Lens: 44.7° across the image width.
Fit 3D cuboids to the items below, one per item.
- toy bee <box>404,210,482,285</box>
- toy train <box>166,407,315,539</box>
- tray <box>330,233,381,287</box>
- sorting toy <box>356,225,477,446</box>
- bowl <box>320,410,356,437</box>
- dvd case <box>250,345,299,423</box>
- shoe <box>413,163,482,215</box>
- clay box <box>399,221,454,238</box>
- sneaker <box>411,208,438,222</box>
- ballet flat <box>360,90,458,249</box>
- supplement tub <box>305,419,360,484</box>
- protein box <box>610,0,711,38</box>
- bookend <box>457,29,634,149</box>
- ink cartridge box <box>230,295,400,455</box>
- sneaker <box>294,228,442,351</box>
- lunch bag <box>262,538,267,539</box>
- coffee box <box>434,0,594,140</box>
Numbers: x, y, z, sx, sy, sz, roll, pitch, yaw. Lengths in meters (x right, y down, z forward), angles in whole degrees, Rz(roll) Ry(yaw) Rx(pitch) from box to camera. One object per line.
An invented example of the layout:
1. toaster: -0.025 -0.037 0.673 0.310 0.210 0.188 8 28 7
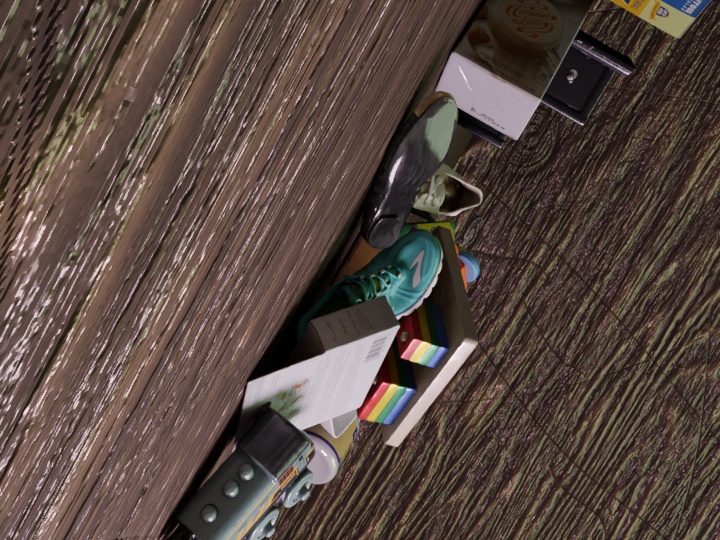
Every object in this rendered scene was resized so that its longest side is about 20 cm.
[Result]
1. toy bee: 0.111 -0.013 1.212 0.130 0.108 0.203 -23 134 -52
2. toy train: -0.122 0.231 0.891 0.200 0.085 0.115 -45 158 -22
3. tray: 0.000 0.000 1.174 0.100 0.037 0.200 -60 177 -6
4. sorting toy: 0.050 0.073 1.085 0.201 0.069 0.201 -58 -155 35
5. bowl: -0.013 0.129 1.336 0.200 0.074 0.201 -47 155 -31
6. dvd case: -0.096 0.140 1.100 0.201 0.016 0.149 -57 175 -40
7. shoe: 0.098 -0.107 1.102 0.199 0.053 0.071 5 101 -61
8. clay box: 0.101 -0.016 1.332 0.199 0.047 0.117 -10 100 -63
9. sneaker: 0.093 -0.121 1.247 0.076 0.070 0.200 -64 177 -2
10. ballet flat: 0.043 -0.108 0.921 0.201 0.065 0.057 -62 -145 38
11. supplement tub: -0.088 0.389 2.086 0.201 0.144 0.146 -55 174 -50
12. protein box: 0.270 -0.364 0.787 0.202 0.197 0.135 -59 176 -9
13. bookend: 0.233 -0.243 1.198 0.202 0.197 0.092 -60 178 25
14. ink cartridge box: -0.060 0.118 0.944 0.171 0.044 0.201 -17 153 -24
15. sneaker: 0.011 0.027 0.972 0.199 0.078 0.080 -39 163 -3
16. lunch bag: -0.274 0.652 1.816 0.164 0.116 0.202 68 48 -86
17. coffee box: 0.185 -0.268 1.025 0.201 0.113 0.080 -59 176 -29
